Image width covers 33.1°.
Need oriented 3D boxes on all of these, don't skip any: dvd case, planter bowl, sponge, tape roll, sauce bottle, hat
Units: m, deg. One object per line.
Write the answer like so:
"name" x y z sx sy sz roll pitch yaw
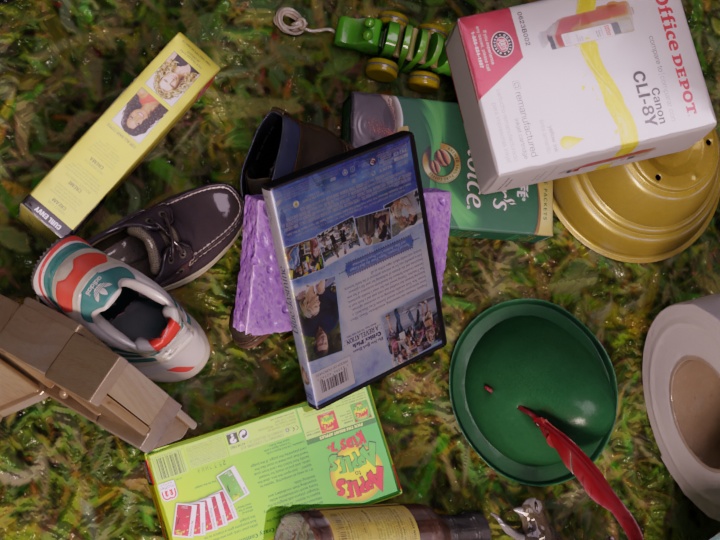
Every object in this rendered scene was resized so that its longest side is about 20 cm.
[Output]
"dvd case" 0.000 0.000 1.000 0.142 0.018 0.201 -24 116 -29
"planter bowl" 0.276 -0.112 1.152 0.200 0.083 0.201 3 80 -15
"sponge" -0.012 -0.010 1.019 0.199 0.030 0.112 -5 107 -35
"tape roll" 0.331 0.119 1.071 0.071 0.202 0.203 -13 85 -17
"sauce bottle" 0.025 0.227 1.013 0.199 0.065 0.065 5 79 -36
"hat" 0.190 0.109 1.043 0.166 0.176 0.200 -39 93 -18

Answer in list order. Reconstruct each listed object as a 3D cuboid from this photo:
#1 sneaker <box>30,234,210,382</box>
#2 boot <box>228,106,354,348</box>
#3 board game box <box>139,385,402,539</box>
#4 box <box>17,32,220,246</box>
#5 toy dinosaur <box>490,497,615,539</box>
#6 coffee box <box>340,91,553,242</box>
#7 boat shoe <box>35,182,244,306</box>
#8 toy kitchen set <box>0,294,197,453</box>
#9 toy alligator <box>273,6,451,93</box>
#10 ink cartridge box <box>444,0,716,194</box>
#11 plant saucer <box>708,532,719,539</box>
"sneaker" -0.168 0.049 0.952 0.070 0.093 0.200 -53 142 -10
"boot" -0.081 -0.039 1.025 0.097 0.075 0.200 35 76 -41
"board game box" -0.075 0.172 1.028 0.199 0.048 0.102 -16 86 -17
"box" -0.204 -0.108 1.024 0.050 0.075 0.200 41 72 -8
"toy dinosaur" 0.192 0.295 1.059 0.102 0.077 0.200 -15 65 -17
"coffee box" 0.081 -0.094 1.115 0.199 0.044 0.123 6 80 -15
"boat shoe" -0.179 -0.015 1.020 0.200 0.065 0.072 -29 88 -18
"toy kitchen set" -0.245 0.141 0.935 0.181 0.200 0.163 -58 140 -15
"toy alligator" 0.021 -0.211 1.111 0.199 0.054 0.060 14 77 -13
"ink cartridge box" 0.190 -0.163 1.062 0.199 0.083 0.146 -13 83 -6
"plant saucer" 0.358 0.262 1.063 0.199 0.200 0.036 -12 52 -17
